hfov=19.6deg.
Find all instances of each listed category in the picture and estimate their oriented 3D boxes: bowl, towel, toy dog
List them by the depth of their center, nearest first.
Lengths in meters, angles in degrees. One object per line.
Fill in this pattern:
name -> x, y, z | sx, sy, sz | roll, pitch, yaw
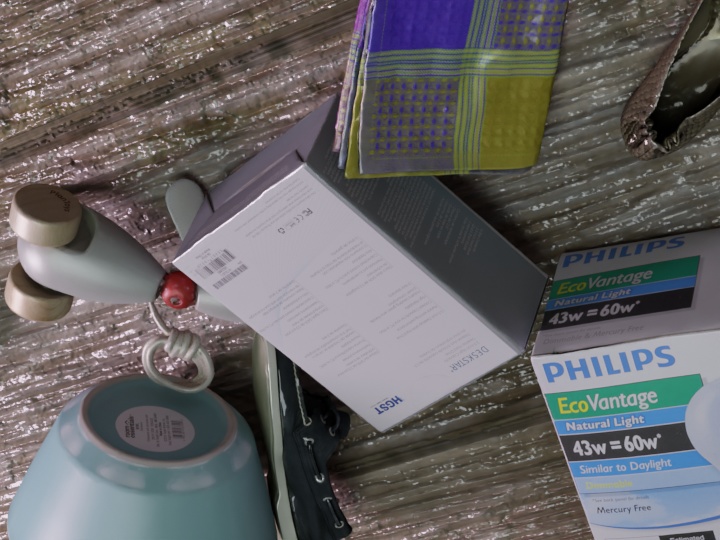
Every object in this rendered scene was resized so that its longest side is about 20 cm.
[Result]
towel -> 0.065, -0.148, 1.304 | 0.143, 0.023, 0.201 | 1, 118, -20
toy dog -> -0.162, -0.012, 1.489 | 0.199, 0.097, 0.132 | 28, 125, -21
bowl -> -0.151, 0.148, 1.515 | 0.200, 0.201, 0.106 | 15, 119, 7

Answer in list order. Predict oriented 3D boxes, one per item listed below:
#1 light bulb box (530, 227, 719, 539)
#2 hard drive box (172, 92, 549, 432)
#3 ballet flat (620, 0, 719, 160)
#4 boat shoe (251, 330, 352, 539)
light bulb box -> 0.240, 0.088, 1.393 | 0.197, 0.125, 0.201 | -10, 121, 23
hard drive box -> 0.000, 0.000, 1.412 | 0.200, 0.077, 0.156 | 41, 135, -18
ballet flat -> 0.222, -0.141, 1.293 | 0.067, 0.046, 0.200 | 31, 126, -6
boat shoe -> -0.038, 0.124, 1.543 | 0.066, 0.075, 0.201 | -11, 113, -9
